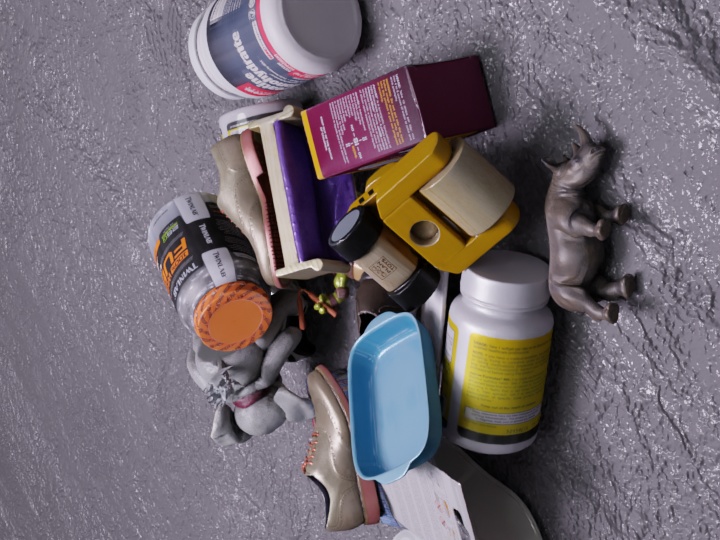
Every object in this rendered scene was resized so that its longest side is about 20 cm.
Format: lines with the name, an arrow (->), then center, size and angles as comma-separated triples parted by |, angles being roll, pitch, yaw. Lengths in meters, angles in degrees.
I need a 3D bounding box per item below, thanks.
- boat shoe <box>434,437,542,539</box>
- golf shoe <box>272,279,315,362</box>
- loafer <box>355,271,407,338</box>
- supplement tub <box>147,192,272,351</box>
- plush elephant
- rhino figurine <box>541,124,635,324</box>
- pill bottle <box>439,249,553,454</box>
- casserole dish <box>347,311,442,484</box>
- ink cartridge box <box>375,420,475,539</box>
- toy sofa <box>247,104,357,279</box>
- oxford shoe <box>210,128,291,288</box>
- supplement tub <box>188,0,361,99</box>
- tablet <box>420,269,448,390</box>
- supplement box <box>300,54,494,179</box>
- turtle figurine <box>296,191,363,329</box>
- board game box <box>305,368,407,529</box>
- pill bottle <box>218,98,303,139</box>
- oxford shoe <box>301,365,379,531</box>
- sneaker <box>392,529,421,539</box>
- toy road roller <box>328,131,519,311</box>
boat shoe -> 0.147, 0.279, 1.550 | 0.200, 0.073, 0.062 | 47, 177, 22
golf shoe -> -0.106, 0.026, 1.766 | 0.092, 0.073, 0.200 | 0, 109, 34
loafer -> 0.025, 0.089, 1.563 | 0.073, 0.071, 0.200 | 5, 134, 26
supplement tub -> -0.186, 0.002, 1.655 | 0.200, 0.122, 0.123 | 58, 141, 46
plush elephant -> -0.138, 0.142, 1.702 | 0.164, 0.200, 0.155 | -12, 127, 19
rhino figurine -> 0.224, -0.048, 1.338 | 0.087, 0.060, 0.200 | 3, 102, 47
pill bottle -> 0.148, 0.087, 1.429 | 0.114, 0.114, 0.200 | 28, 122, 43
casserole dish -> 0.041, 0.141, 1.440 | 0.121, 0.039, 0.200 | -33, 48, 38
ink cartridge box -> 0.085, 0.249, 1.481 | 0.200, 0.050, 0.161 | 26, 139, 52
toy sofa -> -0.059, -0.093, 1.562 | 0.097, 0.083, 0.200 | -14, 81, 23
oxford shoe -> -0.132, -0.070, 1.606 | 0.075, 0.070, 0.200 | -16, 81, 18
supplement tub -> -0.107, -0.289, 1.604 | 0.200, 0.140, 0.141 | -11, 93, 52
tablet -> 0.080, 0.074, 1.508 | 0.130, 0.014, 0.200 | -129, 44, -83
supplement box -> 0.040, -0.171, 1.486 | 0.200, 0.110, 0.086 | -15, 91, 52
turtle figurine -> 0.000, 0.000, 1.622 | 0.161, 0.064, 0.200 | 25, 105, 33
board game box -> 0.019, 0.229, 1.653 | 0.200, 0.062, 0.200 | -5, 97, 60
pill bottle -> -0.108, -0.111, 1.684 | 0.111, 0.111, 0.200 | -10, 93, 52
oxford shoe -> -0.037, 0.214, 1.580 | 0.070, 0.075, 0.200 | 118, 136, -73
sneaker -> 0.093, 0.365, 1.606 | 0.200, 0.087, 0.075 | 9, 109, 51
toy road roller -> 0.066, -0.071, 1.412 | 0.123, 0.146, 0.200 | 40, 119, -20
